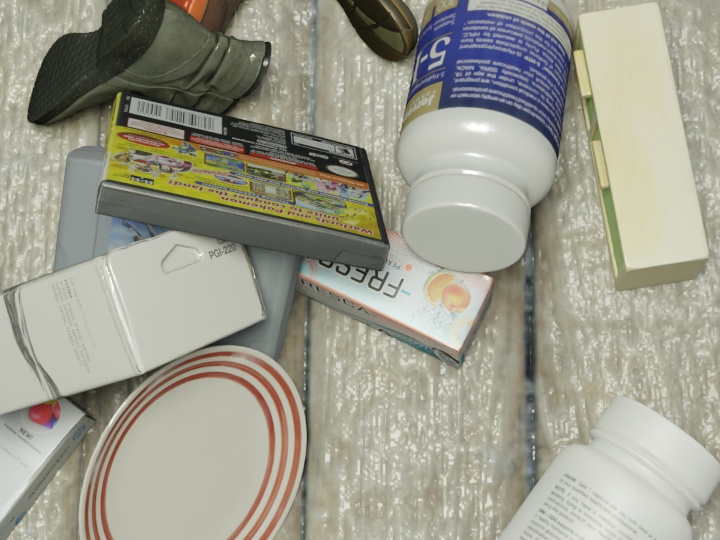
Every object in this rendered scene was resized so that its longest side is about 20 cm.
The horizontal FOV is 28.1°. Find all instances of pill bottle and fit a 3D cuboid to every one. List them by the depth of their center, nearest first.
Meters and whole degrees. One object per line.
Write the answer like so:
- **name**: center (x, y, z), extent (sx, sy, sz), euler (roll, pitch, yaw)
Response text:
- **pill bottle**: center (0.162, 0.197, 1.017), extent (0.113, 0.113, 0.201), euler (36, 83, 11)
- **pill bottle**: center (0.090, -0.107, 1.061), extent (0.118, 0.120, 0.202), euler (8, 60, 6)

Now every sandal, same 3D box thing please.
- **sandal**: center (-0.007, -0.259, 1.152), extent (0.054, 0.082, 0.201), euler (-32, 75, -20)

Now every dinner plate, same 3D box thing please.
- **dinner plate**: center (-0.120, 0.147, 1.027), extent (0.024, 0.200, 0.201), euler (24, 78, 42)

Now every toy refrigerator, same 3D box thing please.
- **toy refrigerator**: center (0.208, -0.093, 1.098), extent (0.069, 0.076, 0.202), euler (-8, 78, 3)

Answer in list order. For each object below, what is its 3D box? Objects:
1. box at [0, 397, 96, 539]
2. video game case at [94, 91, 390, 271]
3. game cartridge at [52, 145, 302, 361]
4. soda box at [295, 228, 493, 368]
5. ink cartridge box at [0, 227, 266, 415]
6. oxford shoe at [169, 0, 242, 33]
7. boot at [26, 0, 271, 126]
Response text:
- **box**: center (-0.326, 0.147, 1.103), extent (0.155, 0.041, 0.201), euler (35, 83, 11)
- **video game case**: center (-0.085, -0.066, 1.030), extent (0.198, 0.181, 0.026), euler (12, 114, -11)
- **game cartridge**: center (-0.141, -0.012, 1.080), extent (0.199, 0.042, 0.134), euler (23, 125, 17)
- **soda box**: center (0.000, 0.000, 1.096), extent (0.199, 0.068, 0.064), euler (26, 78, 10)
- **ink cartridge box**: center (-0.188, 0.035, 1.008), extent (0.199, 0.145, 0.086), euler (-19, 93, 35)
- **oxford shoe**: center (-0.113, -0.270, 1.161), extent (0.071, 0.072, 0.202), euler (21, 88, 34)
- **boot**: center (-0.168, -0.143, 1.129), extent (0.130, 0.199, 0.068), euler (23, 60, -35)
